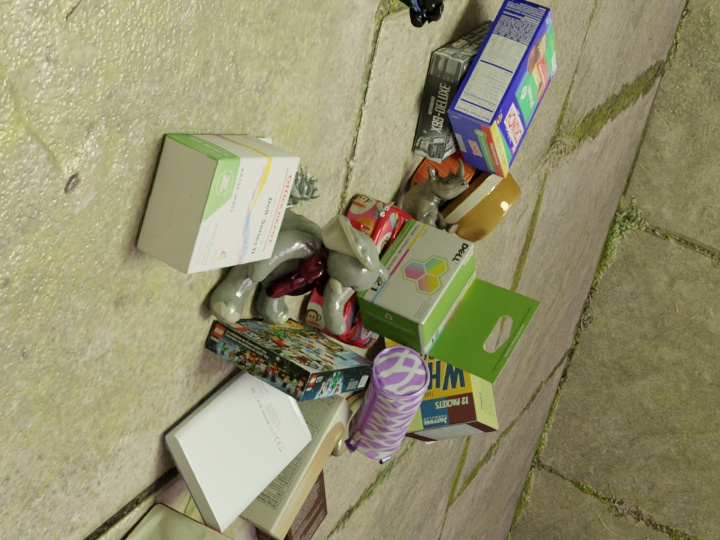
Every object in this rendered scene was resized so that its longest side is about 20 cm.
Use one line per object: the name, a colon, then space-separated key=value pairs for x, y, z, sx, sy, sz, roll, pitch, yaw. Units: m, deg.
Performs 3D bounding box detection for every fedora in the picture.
fedora: x=0.193 y=-0.107 z=1.719 sx=0.200 sy=0.082 sz=0.201 roll=-44 pitch=-178 yaw=2

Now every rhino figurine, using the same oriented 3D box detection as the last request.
rhino figurine: x=0.094 y=-0.076 z=1.576 sx=0.202 sy=0.087 sz=0.060 roll=-60 pitch=159 yaw=13

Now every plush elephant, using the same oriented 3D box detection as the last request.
plush elephant: x=-0.047 y=-0.001 z=1.238 sx=0.202 sy=0.153 sz=0.165 roll=-65 pitch=160 yaw=-1

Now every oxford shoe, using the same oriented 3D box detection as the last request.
oxford shoe: x=0.142 y=-0.151 z=1.677 sx=0.199 sy=0.071 sz=0.073 roll=-37 pitch=166 yaw=-35
oxford shoe: x=0.012 y=0.242 z=1.770 sx=0.200 sy=0.073 sz=0.072 roll=-45 pitch=152 yaw=-44

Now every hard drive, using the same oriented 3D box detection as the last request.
hard drive: x=-0.144 y=0.204 z=1.313 sx=0.200 sy=0.025 sz=0.133 roll=-40 pitch=112 yaw=-50

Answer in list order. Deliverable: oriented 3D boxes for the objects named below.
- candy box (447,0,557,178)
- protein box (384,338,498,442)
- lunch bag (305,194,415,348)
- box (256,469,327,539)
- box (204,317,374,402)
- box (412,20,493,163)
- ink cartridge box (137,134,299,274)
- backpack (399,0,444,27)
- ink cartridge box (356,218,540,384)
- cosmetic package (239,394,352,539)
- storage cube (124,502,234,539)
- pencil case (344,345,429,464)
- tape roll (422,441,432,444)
candy box: x=0.210 y=-0.263 z=1.564 sx=0.202 sy=0.076 sz=0.169 roll=-62 pitch=159 yaw=-11
protein box: x=0.134 y=0.171 z=1.792 sx=0.200 sy=0.133 sz=0.202 roll=36 pitch=44 yaw=-69
lunch bag: x=0.000 y=0.000 z=1.479 sx=0.202 sy=0.081 sz=0.176 roll=-67 pitch=156 yaw=-2
box: x=-0.106 y=0.332 z=1.582 sx=0.100 sy=0.074 sz=0.201 roll=-52 pitch=157 yaw=-33
box: x=-0.080 y=0.103 z=1.299 sx=0.038 sy=0.135 sz=0.200 roll=-66 pitch=160 yaw=8
box: x=0.155 y=-0.268 z=1.604 sx=0.200 sy=0.049 sz=0.160 roll=-41 pitch=148 yaw=-50
ink cartridge box: x=-0.128 y=-0.071 z=1.086 sx=0.199 sy=0.067 sz=0.119 roll=-16 pitch=127 yaw=-64
backpack: x=0.042 y=-0.380 z=1.058 sx=0.185 sy=0.146 sz=0.200 roll=-60 pitch=163 yaw=-11
ink cartridge box: x=0.117 y=0.037 z=1.412 sx=0.148 sy=0.198 sz=0.076 roll=-54 pitch=152 yaw=-28
cosmetic package: x=-0.103 y=0.246 z=1.448 sx=0.201 sy=0.104 sz=0.071 roll=-59 pitch=160 yaw=-15
storage cube: x=-0.211 y=0.412 z=1.240 sx=0.171 sy=0.198 sz=0.182 roll=-44 pitch=145 yaw=-43
pencil case: x=0.032 y=0.181 z=1.457 sx=0.084 sy=0.085 sz=0.201 roll=-13 pitch=147 yaw=-22
tape roll: x=0.144 y=0.231 z=2.095 sx=0.203 sy=0.070 sz=0.204 roll=-50 pitch=154 yaw=-36
